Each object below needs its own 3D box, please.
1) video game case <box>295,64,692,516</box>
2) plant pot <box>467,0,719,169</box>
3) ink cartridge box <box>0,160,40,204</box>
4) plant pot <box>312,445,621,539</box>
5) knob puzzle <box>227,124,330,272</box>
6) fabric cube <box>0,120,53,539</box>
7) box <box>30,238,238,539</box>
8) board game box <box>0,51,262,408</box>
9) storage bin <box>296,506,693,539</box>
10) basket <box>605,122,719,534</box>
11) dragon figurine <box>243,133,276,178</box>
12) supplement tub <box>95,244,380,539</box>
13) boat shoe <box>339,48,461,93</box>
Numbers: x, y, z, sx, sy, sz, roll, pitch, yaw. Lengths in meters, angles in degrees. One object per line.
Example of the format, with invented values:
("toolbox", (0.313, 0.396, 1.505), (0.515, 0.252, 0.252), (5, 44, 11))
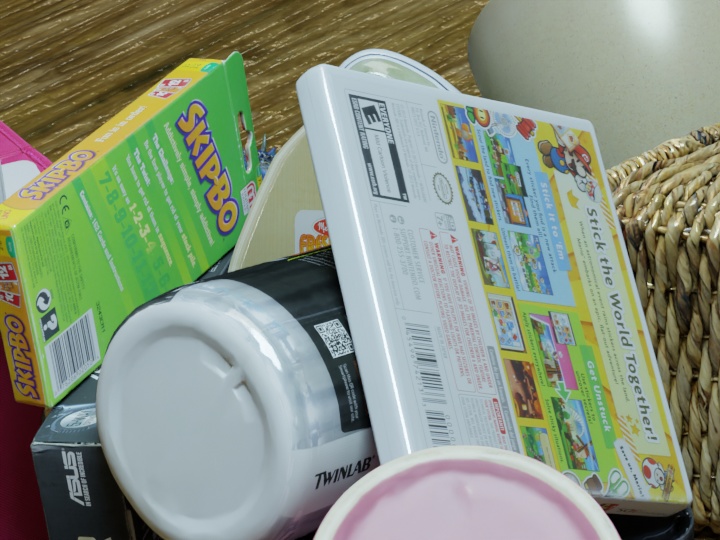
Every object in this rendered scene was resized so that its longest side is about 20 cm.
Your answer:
("video game case", (0.061, 0.012, 1.283), (0.182, 0.023, 0.200), (8, 60, -43))
("plant pot", (0.172, -0.089, 1.593), (0.200, 0.200, 0.135), (-10, 63, -9))
("ink cartridge box", (-0.239, -0.035, 1.352), (0.200, 0.067, 0.116), (-15, 31, -18))
("plant pot", (0.040, 0.172, 1.162), (0.200, 0.179, 0.200), (1, 54, -1))
("knob puzzle", (0.000, 0.000, 1.479), (0.030, 0.220, 0.220), (1, 25, 45))
("fabric cube", (-0.243, 0.050, 1.466), (0.199, 0.196, 0.200), (-20, 33, -27))
("box", (-0.094, 0.099, 1.393), (0.044, 0.160, 0.200), (1, 30, 17))
("board game box", (-0.108, -0.025, 1.356), (0.030, 0.096, 0.200), (10, 32, 31))
("storage bin", (0.054, 0.140, 1.371), (0.200, 0.094, 0.135), (-5, 29, -3))
("basket", (0.192, 0.023, 1.450), (0.149, 0.200, 0.143), (6, 32, 20))
("dragon figurine", (-0.007, -0.057, 1.688), (0.200, 0.099, 0.059), (-23, 8, 42))
("supplement tub", (-0.014, 0.051, 1.295), (0.122, 0.123, 0.200), (18, 21, 34))
("boat shoe", (0.056, -0.044, 1.608), (0.072, 0.200, 0.062), (-40, -3, 10))
